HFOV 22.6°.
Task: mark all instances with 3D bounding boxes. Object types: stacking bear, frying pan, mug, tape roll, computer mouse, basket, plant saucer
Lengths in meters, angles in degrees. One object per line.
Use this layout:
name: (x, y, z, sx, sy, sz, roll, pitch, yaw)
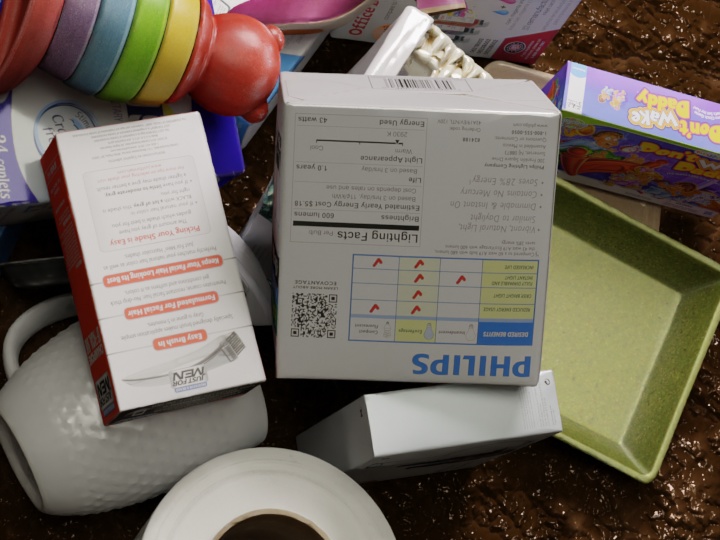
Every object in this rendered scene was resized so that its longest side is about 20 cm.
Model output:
stacking bear: (-0.152, -0.166, 1.293, 0.199, 0.114, 0.123, 15, 75, -23)
frying pan: (-0.210, -0.005, 1.435, 0.114, 0.190, 0.031, -5, 90, 24)
mug: (-0.194, 0.088, 1.375, 0.174, 0.148, 0.200, -26, 51, -21)
tape roll: (-0.079, 0.245, 1.341, 0.201, 0.139, 0.204, 6, 68, -15)
computer mouse: (-0.086, 0.011, 1.420, 0.200, 0.110, 0.044, 41, 97, -20)
basket: (0.024, -0.098, 1.470, 0.123, 0.200, 0.136, 35, 65, -8)
plant saucer: (0.190, 0.049, 1.525, 0.199, 0.048, 0.201, 27, 76, -9)

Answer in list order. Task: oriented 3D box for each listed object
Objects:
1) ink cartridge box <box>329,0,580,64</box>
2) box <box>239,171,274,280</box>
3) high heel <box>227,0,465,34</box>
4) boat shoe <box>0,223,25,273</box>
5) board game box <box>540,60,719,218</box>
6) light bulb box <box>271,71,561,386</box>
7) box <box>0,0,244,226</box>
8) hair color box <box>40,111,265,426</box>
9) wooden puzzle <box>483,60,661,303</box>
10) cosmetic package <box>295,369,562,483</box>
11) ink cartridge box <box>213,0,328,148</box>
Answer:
ink cartridge box: (0.080, -0.285, 1.581, 0.198, 0.145, 0.146, 6, 69, -13)
box: (0.000, 0.000, 1.452, 0.199, 0.144, 0.037, 22, 65, -7)
high heel: (-0.014, -0.244, 1.447, 0.198, 0.067, 0.097, -7, 93, 7)
boat shoe: (-0.292, -0.072, 1.428, 0.068, 0.084, 0.201, 20, 61, 4)
board game box: (0.240, -0.108, 1.530, 0.198, 0.134, 0.045, 14, 71, -12)
light bulb box: (0.034, -0.032, 1.309, 0.196, 0.125, 0.202, 2, 106, -4)
box: (-0.209, -0.140, 1.377, 0.198, 0.105, 0.186, -10, 85, -24)
hair color box: (-0.148, -0.002, 1.280, 0.110, 0.064, 0.202, -10, 79, -22)
wooden puzzle: (0.178, -0.069, 1.594, 0.183, 0.037, 0.202, 14, 72, -12)
cosmetic package: (0.047, 0.126, 1.388, 0.149, 0.200, 0.052, -4, 78, -17)
ink cartridge box: (-0.135, -0.223, 1.518, 0.199, 0.086, 0.147, 36, 75, -2)
